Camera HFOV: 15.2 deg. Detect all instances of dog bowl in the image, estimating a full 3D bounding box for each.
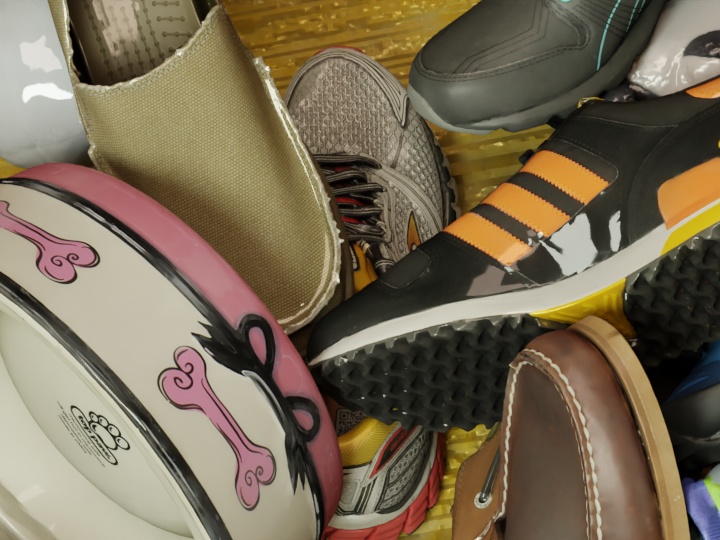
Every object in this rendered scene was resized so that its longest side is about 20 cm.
[{"bbox_3d":[-0.089,0.048,0.959,0.200,0.200,0.074,37,61,23],"label":"dog bowl"}]

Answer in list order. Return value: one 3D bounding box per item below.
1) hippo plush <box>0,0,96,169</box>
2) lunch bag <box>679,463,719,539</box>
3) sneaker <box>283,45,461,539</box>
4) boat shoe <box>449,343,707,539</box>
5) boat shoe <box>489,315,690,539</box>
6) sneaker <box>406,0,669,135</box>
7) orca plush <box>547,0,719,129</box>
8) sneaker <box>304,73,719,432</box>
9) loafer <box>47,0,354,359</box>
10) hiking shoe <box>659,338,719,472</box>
[{"bbox_3d":[-0.096,-0.119,1.049,0.159,0.200,0.161,-20,69,23],"label":"hippo plush"},{"bbox_3d":[0.210,0.136,0.908,0.170,0.127,0.200,-21,80,-11],"label":"lunch bag"},{"bbox_3d":[0.000,0.000,1.025,0.078,0.082,0.200,-7,63,5],"label":"sneaker"},{"bbox_3d":[0.069,0.095,0.983,0.068,0.072,0.200,17,73,48],"label":"boat shoe"},{"bbox_3d":[0.071,0.115,0.900,0.070,0.200,0.070,-17,22,-18],"label":"boat shoe"},{"bbox_3d":[0.095,-0.128,1.015,0.200,0.079,0.075,-36,39,-10],"label":"sneaker"},{"bbox_3d":[0.138,-0.081,1.058,0.200,0.071,0.105,-16,37,13],"label":"orca plush"},{"bbox_3d":[0.071,-0.012,0.929,0.200,0.070,0.090,-21,51,24],"label":"sneaker"},{"bbox_3d":[-0.067,-0.057,0.955,0.076,0.067,0.200,-29,86,4],"label":"loafer"},{"bbox_3d":[0.157,-0.016,0.956,0.087,0.074,0.200,43,72,-1],"label":"hiking shoe"}]
